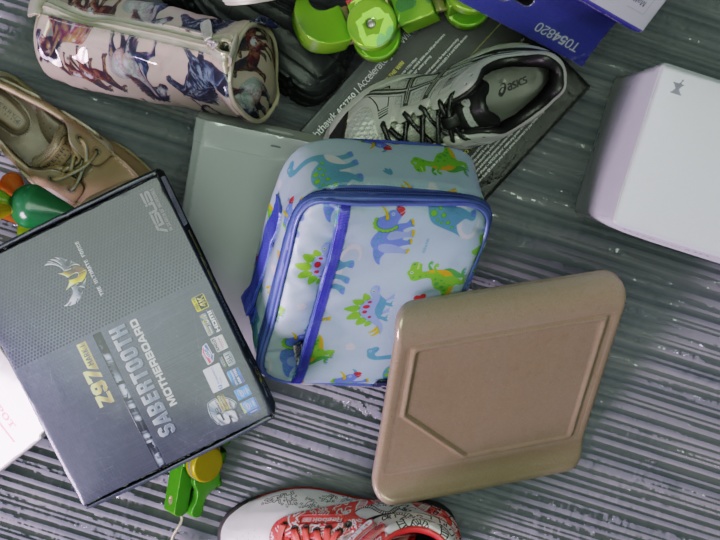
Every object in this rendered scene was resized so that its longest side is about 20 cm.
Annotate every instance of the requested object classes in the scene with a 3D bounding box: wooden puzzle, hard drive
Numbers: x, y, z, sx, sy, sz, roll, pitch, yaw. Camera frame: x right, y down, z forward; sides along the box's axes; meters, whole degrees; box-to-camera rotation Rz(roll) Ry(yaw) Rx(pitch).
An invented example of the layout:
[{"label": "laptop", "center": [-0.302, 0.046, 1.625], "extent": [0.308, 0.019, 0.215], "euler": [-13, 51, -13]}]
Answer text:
[{"label": "wooden puzzle", "center": [0.102, 0.089, 1.150], "extent": [0.183, 0.037, 0.201], "euler": [-9, 131, -17]}, {"label": "hard drive", "center": [-0.081, -0.015, 1.180], "extent": [0.131, 0.026, 0.202], "euler": [12, 111, -1]}]

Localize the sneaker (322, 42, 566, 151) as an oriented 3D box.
[{"label": "sneaker", "center": [0.062, -0.119, 1.105], "extent": [0.199, 0.088, 0.076], "euler": [-28, 102, -7]}]

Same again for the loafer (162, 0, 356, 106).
[{"label": "loafer", "center": [-0.093, -0.212, 1.184], "extent": [0.200, 0.068, 0.071], "euler": [37, 74, 0]}]

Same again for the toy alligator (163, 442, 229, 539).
[{"label": "toy alligator", "center": [-0.132, 0.155, 1.211], "extent": [0.054, 0.059, 0.202], "euler": [-5, 105, -41]}]

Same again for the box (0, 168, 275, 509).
[{"label": "box", "center": [-0.173, 0.049, 1.083], "extent": [0.157, 0.051, 0.201], "euler": [-25, 96, 1]}]

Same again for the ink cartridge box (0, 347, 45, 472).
[{"label": "ink cartridge box", "center": [-0.310, 0.106, 1.170], "extent": [0.199, 0.067, 0.117], "euler": [-36, 93, 20]}]

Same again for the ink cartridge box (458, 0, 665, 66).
[{"label": "ink cartridge box", "center": [0.150, -0.248, 1.037], "extent": [0.198, 0.041, 0.201], "euler": [20, 121, -30]}]

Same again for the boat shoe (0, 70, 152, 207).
[{"label": "boat shoe", "center": [-0.238, -0.087, 1.187], "extent": [0.199, 0.065, 0.072], "euler": [34, 93, -2]}]

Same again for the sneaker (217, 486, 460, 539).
[{"label": "sneaker", "center": [-0.019, 0.216, 1.182], "extent": [0.199, 0.108, 0.068], "euler": [0, 93, 0]}]

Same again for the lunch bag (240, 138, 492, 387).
[{"label": "lunch bag", "center": [0.000, 0.000, 1.103], "extent": [0.159, 0.083, 0.201], "euler": [4, 133, -17]}]

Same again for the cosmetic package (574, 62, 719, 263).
[{"label": "cosmetic package", "center": [0.284, -0.066, 1.121], "extent": [0.198, 0.200, 0.124], "euler": [17, 93, 0]}]

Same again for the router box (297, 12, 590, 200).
[{"label": "router box", "center": [0.063, -0.124, 1.191], "extent": [0.149, 0.051, 0.200], "euler": [43, 92, -1]}]

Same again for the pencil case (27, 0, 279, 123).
[{"label": "pencil case", "center": [-0.159, -0.171, 1.141], "extent": [0.198, 0.090, 0.078], "euler": [14, 63, 22]}]

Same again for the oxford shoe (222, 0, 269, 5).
[{"label": "oxford shoe", "center": [-0.033, -0.248, 1.126], "extent": [0.075, 0.199, 0.058], "euler": [4, 112, 42]}]

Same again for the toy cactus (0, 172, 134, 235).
[{"label": "toy cactus", "center": [-0.225, -0.019, 1.154], "extent": [0.200, 0.103, 0.165], "euler": [46, 132, -13]}]

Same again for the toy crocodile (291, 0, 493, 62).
[{"label": "toy crocodile", "center": [0.045, -0.207, 1.130], "extent": [0.198, 0.068, 0.062], "euler": [-18, 87, 5]}]
